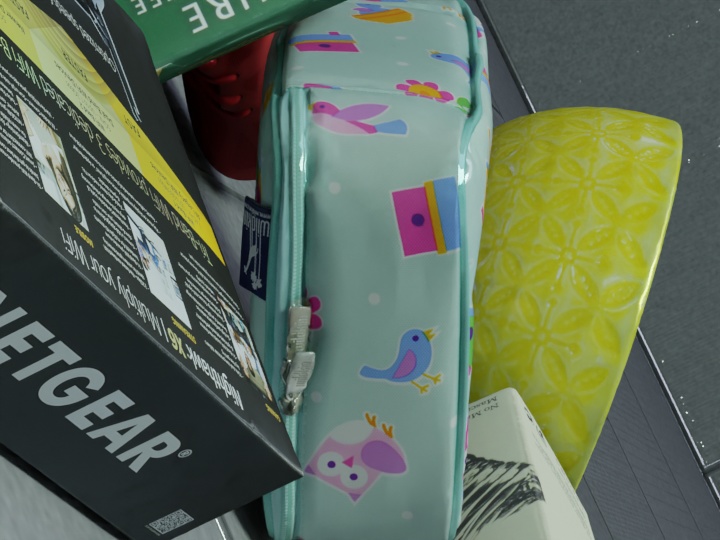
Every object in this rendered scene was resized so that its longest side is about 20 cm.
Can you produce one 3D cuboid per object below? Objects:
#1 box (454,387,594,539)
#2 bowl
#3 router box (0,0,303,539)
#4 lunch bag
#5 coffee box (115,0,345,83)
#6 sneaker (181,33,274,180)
[{"bbox_3d":[0.044,0.125,0.999,0.068,0.082,0.200,61,7,-23],"label":"box"},{"bbox_3d":[0.046,0.015,1.173,0.107,0.201,0.200,20,14,-3],"label":"bowl"},{"bbox_3d":[-0.093,-0.034,0.734,0.200,0.052,0.158,49,17,-60],"label":"router box"},{"bbox_3d":[0.000,0.000,0.973,0.200,0.077,0.161,-86,-179,-69],"label":"lunch bag"},{"bbox_3d":[-0.085,-0.160,0.938,0.200,0.123,0.044,62,-15,2],"label":"coffee box"},{"bbox_3d":[-0.069,-0.090,1.058,0.078,0.115,0.200,32,-37,26],"label":"sneaker"}]
